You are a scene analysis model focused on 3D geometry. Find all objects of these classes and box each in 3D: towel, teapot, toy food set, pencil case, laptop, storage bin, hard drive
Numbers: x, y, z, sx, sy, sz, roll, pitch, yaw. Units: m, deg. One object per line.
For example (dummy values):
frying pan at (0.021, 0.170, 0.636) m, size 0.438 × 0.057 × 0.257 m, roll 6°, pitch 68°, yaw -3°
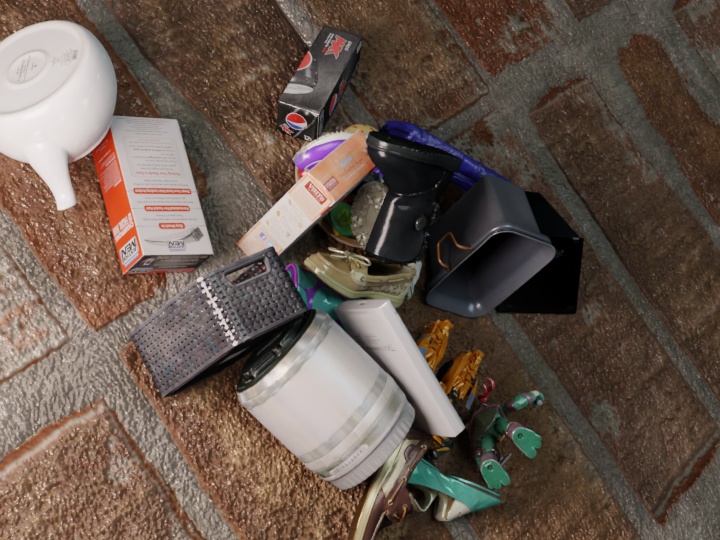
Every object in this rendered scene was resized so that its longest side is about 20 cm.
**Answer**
towel at (0.129, -0.168, 1.990) m, size 0.199 × 0.148 × 0.050 m, roll 28°, pitch 89°, yaw -19°
teapot at (-0.380, -0.205, 1.578) m, size 0.200 × 0.197 × 0.146 m, roll -50°, pitch 142°, yaw -17°
toy food set at (-0.010, -0.123, 1.902) m, size 0.199 × 0.049 × 0.199 m, roll -13°, pitch 76°, yaw -43°
pencil case at (-0.032, 0.070, 1.752) m, size 0.199 × 0.085 × 0.093 m, roll 27°, pitch 37°, yaw -25°
laptop at (0.267, -0.035, 2.110) m, size 0.186 × 0.116 × 0.201 m, roll 3°, pitch 94°, yaw -38°
storage bin at (0.177, -0.045, 1.924) m, size 0.145 × 0.200 × 0.135 m, roll 17°, pitch 45°, yaw -32°
storage bin at (-0.175, 0.065, 1.553) m, size 0.135 × 0.200 × 0.094 m, roll -25°, pitch 82°, yaw -45°
hard drive at (0.050, 0.128, 1.669) m, size 0.027 × 0.132 × 0.201 m, roll -36°, pitch 104°, yaw -25°

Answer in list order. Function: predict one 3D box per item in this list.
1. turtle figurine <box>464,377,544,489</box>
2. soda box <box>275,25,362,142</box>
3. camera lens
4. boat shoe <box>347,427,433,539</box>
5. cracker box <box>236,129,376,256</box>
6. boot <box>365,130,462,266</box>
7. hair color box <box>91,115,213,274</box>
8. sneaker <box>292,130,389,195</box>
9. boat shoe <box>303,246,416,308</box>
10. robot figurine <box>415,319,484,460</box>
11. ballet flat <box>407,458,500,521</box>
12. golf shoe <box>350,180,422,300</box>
turtle figurine at (0.200, 0.236, 1.830) m, size 0.100 × 0.150 × 0.200 m, roll 24°, pitch 10°, yaw -7°
soda box at (-0.062, -0.285, 1.924) m, size 0.070 × 0.064 × 0.201 m, roll 18°, pitch 49°, yaw 7°
camera lens at (-0.048, 0.163, 1.633) m, size 0.200 × 0.160 × 0.160 m, roll 45°, pitch 46°, yaw -10°
boat shoe at (0.041, 0.300, 1.658) m, size 0.072 × 0.072 × 0.201 m, roll 24°, pitch 68°, yaw -1°
cracker box at (-0.069, -0.094, 1.729) m, size 0.058 × 0.200 × 0.134 m, roll 47°, pitch 46°, yaw -1°
boot at (0.050, -0.090, 1.694) m, size 0.076 × 0.169 × 0.200 m, roll 27°, pitch 11°, yaw 30°
hair color box at (-0.276, -0.099, 1.660) m, size 0.110 × 0.064 × 0.201 m, roll -1°, pitch 66°, yaw -41°
sneaker at (-0.004, -0.143, 1.837) m, size 0.199 × 0.069 × 0.100 m, roll -5°, pitch 72°, yaw -40°
boat shoe at (0.000, 0.000, 1.747) m, size 0.200 × 0.063 × 0.073 m, roll 16°, pitch 23°, yaw -52°
robot figurine at (0.106, 0.172, 1.825) m, size 0.145 × 0.058 × 0.200 m, roll 42°, pitch 46°, yaw -16°
ballet flat at (0.104, 0.308, 1.755) m, size 0.199 × 0.067 × 0.071 m, roll 28°, pitch 72°, yaw -23°
golf shoe at (0.044, -0.057, 1.847) m, size 0.097 × 0.078 × 0.201 m, roll -52°, pitch 140°, yaw -42°
